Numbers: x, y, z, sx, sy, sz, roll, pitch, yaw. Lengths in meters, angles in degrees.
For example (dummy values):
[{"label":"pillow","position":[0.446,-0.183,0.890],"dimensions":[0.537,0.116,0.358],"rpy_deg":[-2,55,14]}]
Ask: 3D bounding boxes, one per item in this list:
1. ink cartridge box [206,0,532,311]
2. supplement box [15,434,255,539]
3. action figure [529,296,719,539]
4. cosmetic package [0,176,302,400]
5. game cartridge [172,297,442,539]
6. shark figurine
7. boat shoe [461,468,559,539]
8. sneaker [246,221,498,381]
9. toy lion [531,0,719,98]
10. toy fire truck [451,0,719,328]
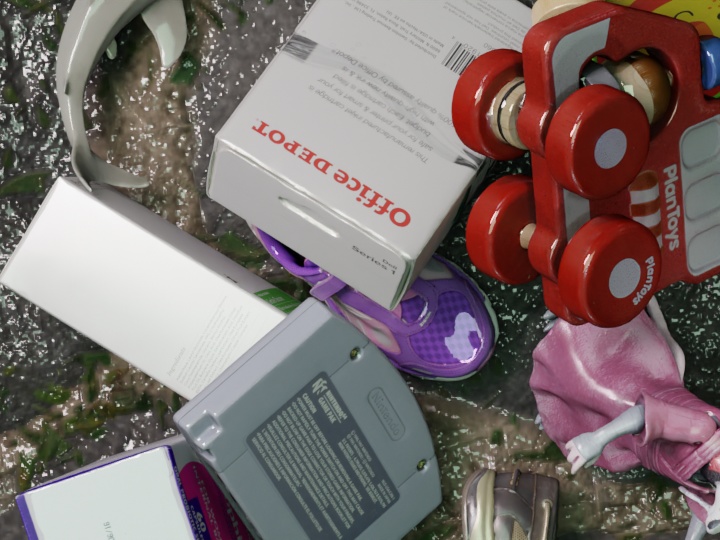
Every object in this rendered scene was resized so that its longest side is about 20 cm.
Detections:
[{"label":"ink cartridge box","position":[0.016,-0.097,1.674],"dimensions":[0.146,0.084,0.200],"rpy_deg":[32,64,6]},{"label":"supplement box","position":[-0.131,0.162,1.689],"dimensions":[0.103,0.200,0.101],"rpy_deg":[-19,89,7]},{"label":"action figure","position":[0.195,0.099,1.664],"dimensions":[0.149,0.134,0.200],"rpy_deg":[-46,44,-12]},{"label":"cosmetic package","position":[-0.120,0.024,1.730],"dimensions":[0.200,0.108,0.085],"rpy_deg":[32,96,5]},{"label":"game cartridge","position":[-0.025,0.112,1.682],"dimensions":[0.133,0.200,0.042],"rpy_deg":[-43,45,-15]},{"label":"shark figurine","position":[-0.162,-0.160,1.726],"dimensions":[0.128,0.090,0.215],"rpy_deg":[26,80,11]},{"label":"boat shoe","position":[0.109,0.225,1.720],"dimensions":[0.073,0.074,0.200],"rpy_deg":[-6,92,8]},{"label":"sneaker","position":[0.000,0.000,1.722],"dimensions":[0.200,0.088,0.081],"rpy_deg":[40,95,4]},{"label":"toy lion","position":[0.210,-0.175,1.632],"dimensions":[0.200,0.191,0.069],"rpy_deg":[-37,48,39]},{"label":"toy fire truck","position":[0.156,-0.069,1.608],"dimensions":[0.168,0.112,0.200],"rpy_deg":[-23,120,-31]}]
